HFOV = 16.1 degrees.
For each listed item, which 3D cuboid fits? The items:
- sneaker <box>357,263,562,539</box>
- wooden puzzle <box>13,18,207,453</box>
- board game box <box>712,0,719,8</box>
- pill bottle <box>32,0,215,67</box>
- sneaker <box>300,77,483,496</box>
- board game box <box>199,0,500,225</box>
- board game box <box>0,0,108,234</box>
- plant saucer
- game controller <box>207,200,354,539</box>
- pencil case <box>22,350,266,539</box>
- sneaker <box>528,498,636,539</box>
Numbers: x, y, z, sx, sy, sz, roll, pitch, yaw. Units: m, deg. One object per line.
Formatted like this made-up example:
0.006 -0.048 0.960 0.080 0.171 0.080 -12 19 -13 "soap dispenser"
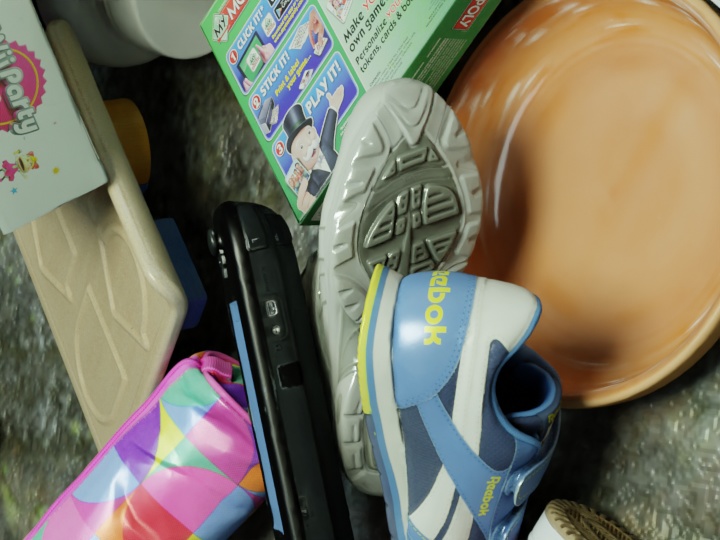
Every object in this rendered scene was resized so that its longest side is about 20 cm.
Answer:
0.052 0.084 1.126 0.082 0.200 0.074 -5 38 10 "sneaker"
-0.131 -0.007 1.351 0.200 0.046 0.185 108 144 -52 "wooden puzzle"
0.153 -0.206 1.048 0.151 0.200 0.037 -42 16 32 "board game box"
-0.152 -0.173 1.390 0.200 0.111 0.111 19 96 45 "pill bottle"
0.000 0.000 1.184 0.099 0.078 0.200 41 131 55 "sneaker"
0.000 -0.137 1.206 0.200 0.029 0.135 -53 50 38 "board game box"
-0.209 -0.125 1.287 0.200 0.064 0.148 40 154 57 "board game box"
0.112 -0.036 1.156 0.200 0.037 0.201 -10 75 44 "plant saucer"
-0.041 0.067 1.187 0.104 0.042 0.200 164 95 -74 "game controller"
-0.117 0.129 1.290 0.200 0.088 0.088 -45 53 8 "pencil case"
0.117 0.200 1.086 0.113 0.071 0.200 -60 42 16 "sneaker"
